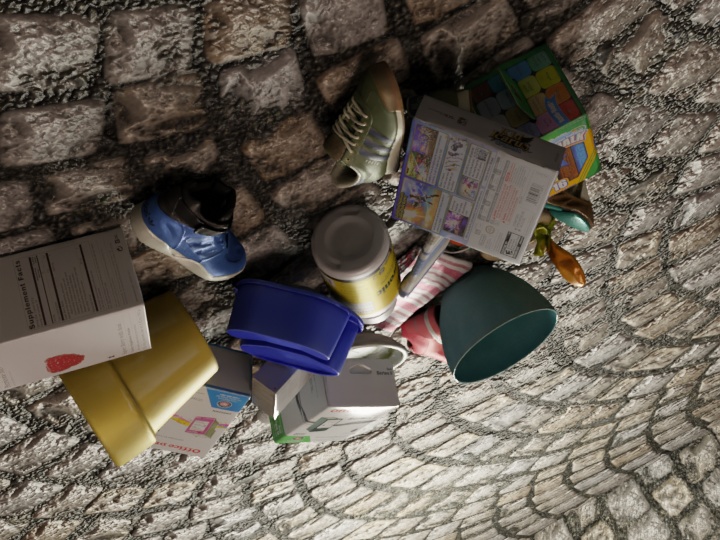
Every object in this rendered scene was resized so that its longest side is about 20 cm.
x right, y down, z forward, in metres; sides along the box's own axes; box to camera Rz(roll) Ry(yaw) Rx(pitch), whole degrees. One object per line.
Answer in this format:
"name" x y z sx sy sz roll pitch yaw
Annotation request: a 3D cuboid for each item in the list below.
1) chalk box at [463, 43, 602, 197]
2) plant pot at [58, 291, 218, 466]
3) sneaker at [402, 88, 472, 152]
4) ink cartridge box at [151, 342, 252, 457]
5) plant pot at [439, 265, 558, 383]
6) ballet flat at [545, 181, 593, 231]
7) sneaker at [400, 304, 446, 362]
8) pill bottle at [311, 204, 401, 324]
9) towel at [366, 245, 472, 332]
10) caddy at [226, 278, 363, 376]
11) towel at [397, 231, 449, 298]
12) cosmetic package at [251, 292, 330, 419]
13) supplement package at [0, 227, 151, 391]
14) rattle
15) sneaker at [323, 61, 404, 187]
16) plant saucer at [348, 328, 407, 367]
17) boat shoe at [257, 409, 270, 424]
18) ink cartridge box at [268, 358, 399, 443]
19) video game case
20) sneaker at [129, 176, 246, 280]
"chalk box" 0.217 -0.190 1.422 0.123 0.126 0.200 -26 153 7
"plant pot" -0.306 0.132 1.535 0.188 0.201 0.202 -34 155 -15
"sneaker" 0.087 -0.170 1.437 0.088 0.068 0.201 0 156 -5
"ink cartridge box" -0.269 0.199 1.734 0.143 0.086 0.200 15 138 -23
"plant pot" 0.208 0.073 1.850 0.198 0.136 0.201 -24 152 -13
"ballet flat" 0.302 -0.115 1.684 0.199 0.067 0.073 19 87 -47
"sneaker" 0.127 0.121 1.975 0.086 0.075 0.200 -17 149 15
"pill bottle" 0.000 0.000 1.603 0.110 0.112 0.201 -22 153 -1
"towel" 0.073 0.035 1.803 0.200 0.030 0.145 -40 149 30
"caddy" -0.094 0.071 1.600 0.197 0.106 0.142 13 158 17
"towel" 0.116 -0.062 1.581 0.147 0.024 0.201 -50 169 -43
"cosmetic package" -0.088 0.126 1.713 0.200 0.050 0.083 -47 163 -31
"supplement package" -0.374 0.049 1.393 0.197 0.121 0.122 -16 152 -14
"rattle" 0.227 -0.016 1.726 0.198 0.145 0.130 -11 169 -34
"sneaker" 0.000 -0.163 1.347 0.089 0.068 0.201 -24 155 -11
"plant saucer" -0.021 0.139 1.872 0.197 0.051 0.201 -10 159 -4
"boat shoe" -0.098 0.254 2.020 0.198 0.072 0.069 11 139 -35
"ink cartridge box" -0.048 0.219 1.873 0.144 0.085 0.200 3 155 -32
"video game case" 0.139 -0.107 1.372 0.179 0.046 0.201 20 147 5
"sneaker" -0.183 -0.054 1.405 0.110 0.078 0.199 -26 147 25
